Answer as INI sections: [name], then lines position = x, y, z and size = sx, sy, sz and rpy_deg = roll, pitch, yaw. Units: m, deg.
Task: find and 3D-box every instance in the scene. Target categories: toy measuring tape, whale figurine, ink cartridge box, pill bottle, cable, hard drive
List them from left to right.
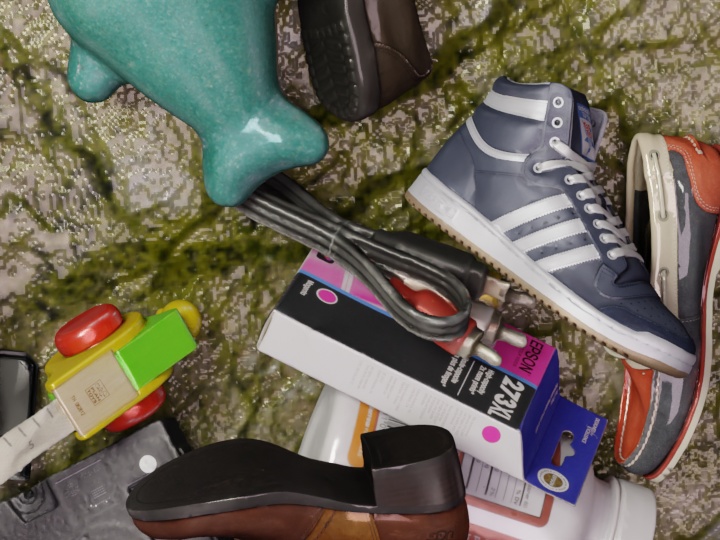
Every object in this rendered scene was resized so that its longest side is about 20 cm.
[toy measuring tape]
position = -0.172, 0.076, 1.609
size = 0.200, 0.073, 0.074
rpy_deg = -36, 105, -26
[hard drive]
position = -0.126, 0.204, 1.639
size = 0.139, 0.038, 0.201
rpy_deg = -28, 83, 11
[whale figurine]
position = -0.095, -0.133, 1.553
size = 0.158, 0.104, 0.201
rpy_deg = -25, 94, 13
[cable]
position = 0.000, 0.000, 1.592
size = 0.199, 0.097, 0.051
rpy_deg = 20, 121, 11
[ink cartridge box]
position = 0.047, 0.055, 1.603
size = 0.199, 0.095, 0.037
rpy_deg = 28, 123, 2
[pill bottle]
position = 0.063, 0.136, 1.634
size = 0.199, 0.112, 0.113
rpy_deg = 19, 101, -8

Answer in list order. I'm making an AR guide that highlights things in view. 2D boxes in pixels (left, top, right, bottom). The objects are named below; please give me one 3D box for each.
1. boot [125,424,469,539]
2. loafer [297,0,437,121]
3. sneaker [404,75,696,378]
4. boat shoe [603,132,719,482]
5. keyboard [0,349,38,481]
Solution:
[boot]
position = -0.026, 0.189, 1.570
size = 0.187, 0.069, 0.201
rpy_deg = -9, 115, -7
[loafer]
position = -0.002, -0.187, 1.586
size = 0.071, 0.073, 0.201
rpy_deg = -15, 105, -31
[sneaker]
position = 0.127, -0.032, 1.586
size = 0.200, 0.070, 0.109
rpy_deg = 37, 95, 26
[boat shoe]
position = 0.169, 0.021, 1.632
size = 0.062, 0.071, 0.201
rpy_deg = 8, 97, -21
[keyboard]
position = -0.289, 0.093, 1.650
size = 0.199, 0.040, 0.105
rpy_deg = 5, 79, -3
